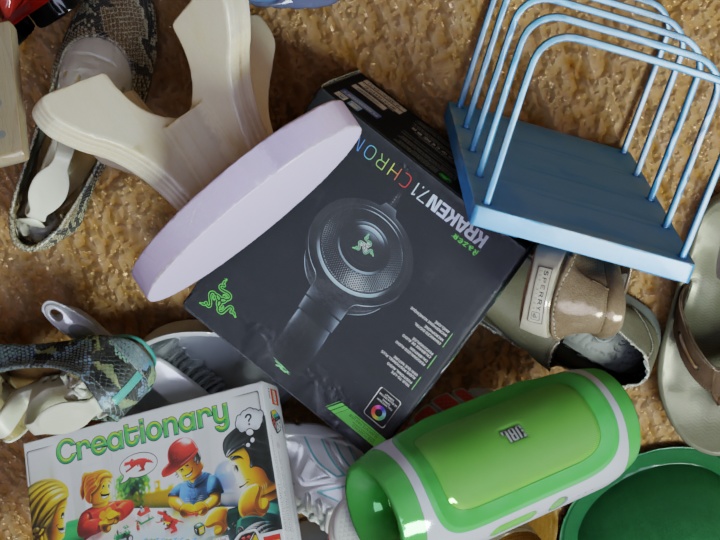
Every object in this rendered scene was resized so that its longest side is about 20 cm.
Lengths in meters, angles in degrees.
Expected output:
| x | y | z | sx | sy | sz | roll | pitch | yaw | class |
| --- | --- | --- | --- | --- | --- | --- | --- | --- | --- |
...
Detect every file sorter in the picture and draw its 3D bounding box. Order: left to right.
| x | y | z | sx | sy | sz | roll | pitch | yaw | class |
| --- | --- | --- | --- | --- | --- | --- | --- | --- | --- |
| 0.141 | -0.102 | 0.897 | 0.137 | 0.201 | 0.124 | 14 | 113 | -7 | file sorter |

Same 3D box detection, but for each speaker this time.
| x | y | z | sx | sy | sz | roll | pitch | yaw | class |
| --- | --- | --- | --- | --- | --- | --- | --- | --- | --- |
| 0.091 | 0.130 | 0.960 | 0.198 | 0.088 | 0.090 | -18 | 120 | -28 | speaker |

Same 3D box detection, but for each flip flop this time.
| x | y | z | sx | sy | sz | roll | pitch | yaw | class |
| --- | --- | --- | --- | --- | --- | --- | --- | --- | --- |
| 0.260 | 0.042 | 1.033 | 0.080 | 0.058 | 0.203 | 11 | 112 | 12 | flip flop |

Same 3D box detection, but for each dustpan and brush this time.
| x | y | z | sx | sy | sz | roll | pitch | yaw | class |
| --- | --- | --- | --- | --- | --- | --- | --- | --- | --- |
| -0.149 | 0.073 | 1.056 | 0.199 | 0.057 | 0.140 | 39 | 110 | -17 | dustpan and brush |

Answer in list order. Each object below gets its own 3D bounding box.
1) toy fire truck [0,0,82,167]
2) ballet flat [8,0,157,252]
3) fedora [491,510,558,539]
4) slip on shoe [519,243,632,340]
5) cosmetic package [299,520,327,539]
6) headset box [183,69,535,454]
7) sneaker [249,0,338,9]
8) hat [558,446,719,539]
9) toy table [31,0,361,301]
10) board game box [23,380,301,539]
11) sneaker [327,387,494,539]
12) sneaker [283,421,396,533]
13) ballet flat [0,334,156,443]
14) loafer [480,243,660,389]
| x | y | z | sx | sy | sz | roll | pitch | yaw | class |
| --- | --- | --- | --- | --- | --- | --- | --- | --- | --- |
| -0.256 | -0.134 | 0.876 | 0.175 | 0.201 | 0.129 | -30 | 113 | 13 | toy fire truck |
| -0.190 | -0.096 | 0.964 | 0.067 | 0.076 | 0.202 | 24 | 113 | -7 | ballet flat |
| 0.102 | 0.261 | 1.088 | 0.199 | 0.081 | 0.203 | -23 | 126 | -34 | fedora |
| 0.143 | 0.003 | 0.918 | 0.060 | 0.200 | 0.077 | 12 | 98 | 10 | slip on shoe |
| 0.000 | 0.292 | 1.169 | 0.149 | 0.052 | 0.202 | -13 | 115 | 7 | cosmetic package |
| 0.000 | 0.000 | 0.975 | 0.173 | 0.093 | 0.201 | 38 | 112 | 6 | headset box |
| -0.096 | -0.224 | 0.905 | 0.197 | 0.074 | 0.083 | 18 | 109 | -12 | sneaker |
| 0.256 | 0.246 | 1.078 | 0.199 | 0.177 | 0.166 | -35 | 112 | 15 | hat |
| -0.097 | -0.078 | 0.859 | 0.199 | 0.183 | 0.118 | -37 | 85 | 35 | toy table |
| -0.144 | 0.166 | 1.028 | 0.197 | 0.035 | 0.128 | -16 | 72 | 15 | board game box |
| 0.040 | 0.156 | 1.030 | 0.077 | 0.199 | 0.082 | 49 | 145 | 14 | sneaker |
| -0.021 | 0.160 | 1.068 | 0.197 | 0.081 | 0.070 | 7 | 161 | -11 | sneaker |
| -0.232 | 0.088 | 1.015 | 0.198 | 0.075 | 0.075 | -15 | 119 | 37 | ballet flat |
| 0.135 | 0.026 | 1.030 | 0.198 | 0.070 | 0.076 | 23 | 114 | -11 | loafer |
